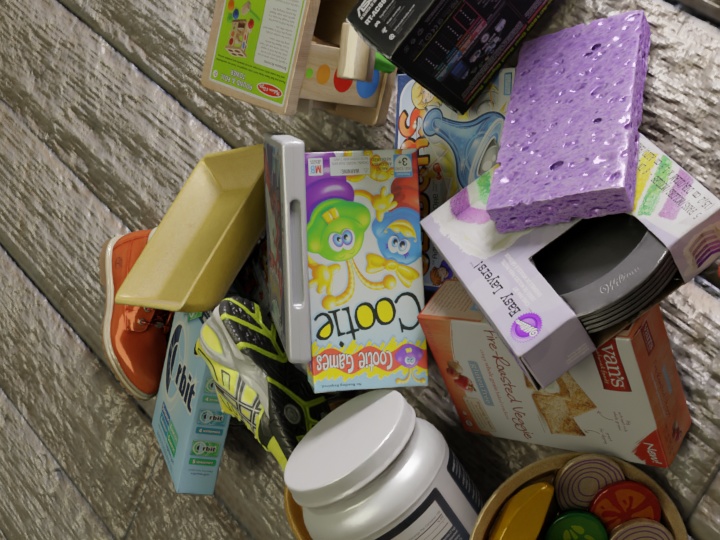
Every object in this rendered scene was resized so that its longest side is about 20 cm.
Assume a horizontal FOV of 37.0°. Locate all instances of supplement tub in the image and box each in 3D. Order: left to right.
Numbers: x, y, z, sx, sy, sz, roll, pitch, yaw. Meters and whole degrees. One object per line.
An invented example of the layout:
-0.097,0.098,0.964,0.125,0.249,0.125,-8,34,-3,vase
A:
0.038,0.218,0.925,0.139,0.141,0.201,-20,112,38,supplement tub

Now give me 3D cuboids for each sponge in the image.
0.168,-0.121,0.853,0.110,0.030,0.202,-11,46,32,sponge

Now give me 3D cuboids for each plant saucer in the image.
-0.161,-0.035,1.136,0.199,0.048,0.202,1,58,59,plant saucer

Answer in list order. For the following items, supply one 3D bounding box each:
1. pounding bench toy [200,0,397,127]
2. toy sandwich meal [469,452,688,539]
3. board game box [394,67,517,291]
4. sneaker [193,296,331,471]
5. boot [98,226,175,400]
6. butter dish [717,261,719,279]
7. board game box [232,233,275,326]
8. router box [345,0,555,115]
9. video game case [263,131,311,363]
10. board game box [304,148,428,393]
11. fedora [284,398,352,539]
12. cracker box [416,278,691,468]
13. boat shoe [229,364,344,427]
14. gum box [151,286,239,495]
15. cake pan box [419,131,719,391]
-0.020,-0.205,1.009,0.199,0.155,0.126,25,107,39,pounding bench toy
0.172,0.246,0.844,0.202,0.070,0.209,0,94,-1,toy sandwich meal
0.091,-0.081,0.995,0.134,0.034,0.204,4,94,41,board game box
-0.090,0.125,1.035,0.076,0.075,0.202,-42,68,33,sneaker
-0.248,0.048,1.267,0.106,0.075,0.203,-16,79,34,boot
0.354,0.003,0.671,0.199,0.148,0.201,37,116,7,butter dish
-0.079,0.014,1.112,0.200,0.023,0.106,-48,60,51,board game box
0.098,-0.241,0.882,0.201,0.149,0.062,-50,61,11,router box
-0.068,-0.029,0.974,0.200,0.023,0.185,-134,42,-77,video game case
0.000,0.000,0.958,0.103,0.103,0.203,177,89,-84,board game box
-0.017,0.230,1.057,0.199,0.081,0.204,1,92,41,fedora
0.157,0.081,0.882,0.198,0.058,0.135,3,129,40,cracker box
-0.075,0.132,1.113,0.199,0.071,0.072,-15,65,50,boat shoe
-0.175,0.113,1.173,0.170,0.044,0.203,-140,60,-64,gum box
0.162,-0.027,0.831,0.183,0.052,0.201,-37,39,6,cake pan box
